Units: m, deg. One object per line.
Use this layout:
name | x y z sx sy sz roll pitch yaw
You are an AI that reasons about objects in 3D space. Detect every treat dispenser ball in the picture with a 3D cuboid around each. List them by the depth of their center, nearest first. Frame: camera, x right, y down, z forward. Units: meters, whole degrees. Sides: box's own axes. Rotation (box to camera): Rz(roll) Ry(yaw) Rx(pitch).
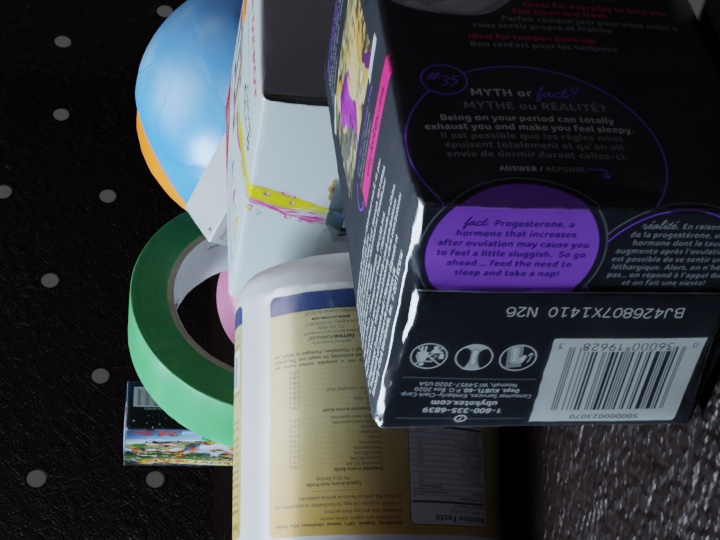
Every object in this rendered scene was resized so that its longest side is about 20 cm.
treat dispenser ball | -0.080 -0.129 1.115 0.201 0.198 0.204 -178 90 -80

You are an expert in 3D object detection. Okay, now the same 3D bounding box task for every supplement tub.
supplement tub | 0.003 0.104 0.744 0.144 0.143 0.203 125 146 -72

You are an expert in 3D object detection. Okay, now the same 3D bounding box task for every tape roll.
tape roll | -0.065 0.033 0.994 0.048 0.198 0.202 103 166 -46

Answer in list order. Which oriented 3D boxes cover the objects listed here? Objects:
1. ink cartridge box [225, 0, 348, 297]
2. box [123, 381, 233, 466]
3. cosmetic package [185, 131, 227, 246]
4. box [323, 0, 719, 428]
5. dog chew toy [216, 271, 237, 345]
ink cartridge box | 0.002 -0.092 0.787 0.201 0.143 0.147 109 160 -58
box | -0.085 0.123 1.092 0.137 0.197 0.038 117 153 -68
cosmetic package | -0.035 -0.106 0.947 0.051 0.082 0.201 48 114 42
box | 0.057 -0.052 0.518 0.107 0.121 0.201 100 167 -45
dog chew toy | -0.048 0.022 1.157 0.200 0.123 0.126 177 95 -73
